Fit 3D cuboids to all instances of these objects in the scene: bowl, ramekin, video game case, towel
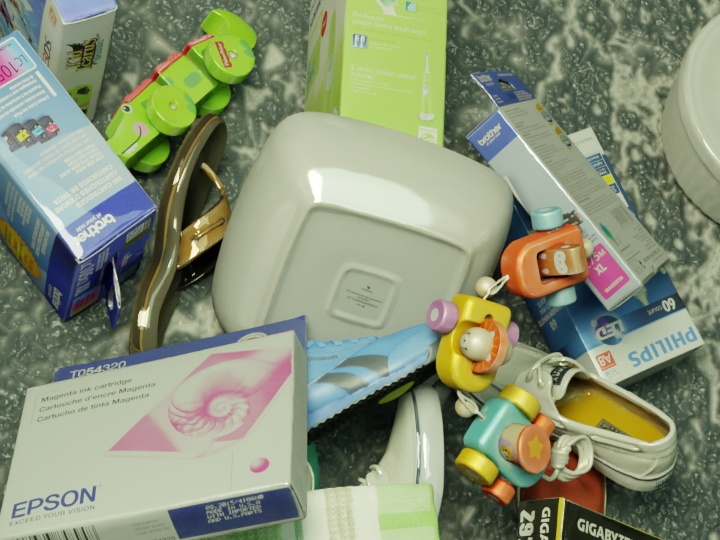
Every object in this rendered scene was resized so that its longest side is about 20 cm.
[{"bbox_3d":[0.000,0.000,1.206,0.198,0.201,0.075,17,29,-11],"label":"bowl"},{"bbox_3d":[0.350,-0.120,1.412,0.200,0.094,0.204,5,68,-13],"label":"ramekin"},{"bbox_3d":[-0.247,-0.230,1.236,0.045,0.181,0.201,-21,76,-21],"label":"video game case"},{"bbox_3d":[-0.042,0.215,1.073,0.198,0.031,0.150,-1,66,-9],"label":"towel"}]

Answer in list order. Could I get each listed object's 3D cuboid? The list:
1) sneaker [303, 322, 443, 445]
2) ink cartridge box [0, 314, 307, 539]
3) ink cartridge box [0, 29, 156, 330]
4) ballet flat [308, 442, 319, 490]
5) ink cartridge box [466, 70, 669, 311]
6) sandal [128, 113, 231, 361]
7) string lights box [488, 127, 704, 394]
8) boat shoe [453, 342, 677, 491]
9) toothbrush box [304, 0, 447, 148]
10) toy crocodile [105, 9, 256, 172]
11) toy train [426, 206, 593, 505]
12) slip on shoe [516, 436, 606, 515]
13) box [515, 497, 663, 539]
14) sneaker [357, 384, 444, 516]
[{"bbox_3d":[-0.023,0.071,1.168,0.199,0.066,0.079,-27,74,-3],"label":"sneaker"},{"bbox_3d":[-0.133,0.100,1.102,0.195,0.044,0.201,-13,38,8],"label":"ink cartridge box"},{"bbox_3d":[-0.221,-0.054,1.200,0.076,0.137,0.200,-37,83,-23],"label":"ink cartridge box"},{"bbox_3d":[-0.066,0.189,1.188,0.067,0.070,0.202,17,66,-7],"label":"ballet flat"},{"bbox_3d":[0.150,-0.065,1.263,0.201,0.042,0.119,53,22,5],"label":"ink cartridge box"},{"bbox_3d":[-0.126,-0.018,1.242,0.054,0.082,0.202,12,69,5],"label":"sandal"},{"bbox_3d":[0.181,-0.004,1.338,0.102,0.059,0.201,-21,76,-24],"label":"string lights box"},{"bbox_3d":[0.151,0.093,1.255,0.199,0.070,0.071,31,58,24],"label":"boat shoe"},{"bbox_3d":[0.009,-0.153,1.300,0.085,0.146,0.202,9,68,-12],"label":"toothbrush box"},{"bbox_3d":[-0.143,-0.137,1.280,0.062,0.068,0.200,43,52,-1],"label":"toy crocodile"},{"bbox_3d":[0.124,0.064,1.153,0.149,0.055,0.202,-14,101,-31],"label":"toy train"},{"bbox_3d":[0.153,0.199,1.252,0.073,0.061,0.202,15,64,-7],"label":"slip on shoe"},{"bbox_3d":[0.185,0.267,1.192,0.199,0.049,0.161,27,64,-38],"label":"box"},{"bbox_3d":[0.015,0.179,1.194,0.070,0.073,0.202,10,84,-11],"label":"sneaker"}]
